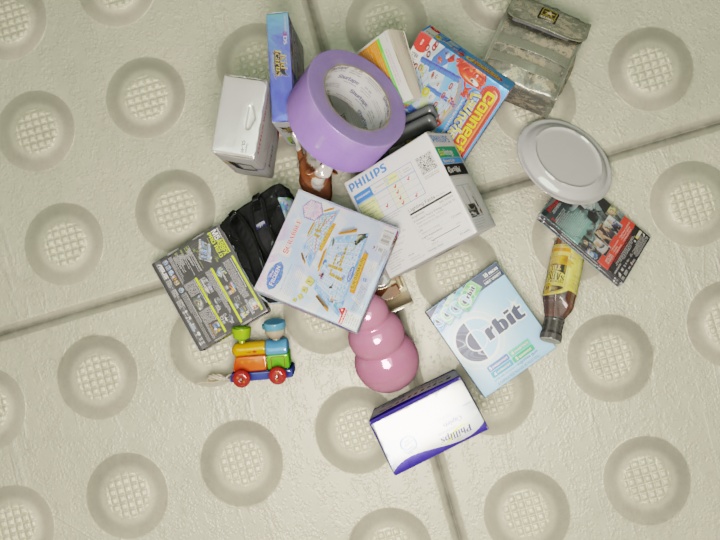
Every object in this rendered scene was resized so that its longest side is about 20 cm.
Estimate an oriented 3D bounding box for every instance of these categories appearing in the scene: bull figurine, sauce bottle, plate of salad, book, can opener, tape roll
[{"bbox_3d":[-0.087,-0.191,1.363,0.065,0.200,0.122,-14,69,-10],"label":"bull figurine"},{"bbox_3d":[0.380,0.037,1.370,0.065,0.066,0.202,14,74,4],"label":"sauce bottle"},{"bbox_3d":[0.388,-0.205,1.386,0.198,0.048,0.202,8,60,-14],"label":"plate of salad"},{"bbox_3d":[0.019,-0.348,1.376,0.199,0.048,0.135,-20,85,46],"label":"book"},{"bbox_3d":[0.065,-0.254,1.390,0.199,0.066,0.053,-24,48,34],"label":"can opener"},{"bbox_3d":[-0.024,-0.280,1.271,0.199,0.085,0.202,16,58,-26],"label":"tape roll"}]

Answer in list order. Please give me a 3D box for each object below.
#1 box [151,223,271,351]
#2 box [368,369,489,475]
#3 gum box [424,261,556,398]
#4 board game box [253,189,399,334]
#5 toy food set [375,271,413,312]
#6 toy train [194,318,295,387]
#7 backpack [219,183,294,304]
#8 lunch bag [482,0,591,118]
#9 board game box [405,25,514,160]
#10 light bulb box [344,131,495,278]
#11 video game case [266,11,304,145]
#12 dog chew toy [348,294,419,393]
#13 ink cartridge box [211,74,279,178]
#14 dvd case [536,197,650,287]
[{"bbox_3d":[-0.294,0.034,1.433,0.159,0.044,0.201,-31,86,0],"label":"box"},{"bbox_3d":[0.121,0.270,1.319,0.183,0.200,0.106,-27,85,1],"label":"box"},{"bbox_3d":[0.250,0.114,1.399,0.169,0.045,0.201,-35,85,1],"label":"gum box"},{"bbox_3d":[-0.058,-0.016,1.283,0.198,0.041,0.201,22,79,8],"label":"board game box"},{"bbox_3d":[0.000,0.000,1.411,0.142,0.060,0.201,-23,86,2],"label":"toy food set"},{"bbox_3d":[-0.230,0.158,1.392,0.198,0.085,0.117,-5,99,3],"label":"toy train"},{"bbox_3d":[-0.155,-0.032,1.379,0.163,0.153,0.201,-33,62,19],"label":"backpack"},{"bbox_3d":[0.334,-0.423,1.390,0.163,0.118,0.201,24,84,7],"label":"lunch bag"},{"bbox_3d":[0.155,-0.320,1.371,0.195,0.056,0.201,35,125,5],"label":"board game box"},{"bbox_3d":[0.111,-0.122,1.347,0.197,0.125,0.201,-28,85,27],"label":"light bulb box"},{"bbox_3d":[-0.138,-0.358,1.376,0.045,0.181,0.202,-4,86,3],"label":"video game case"},{"bbox_3d":[0.034,0.129,1.345,0.124,0.125,0.201,-21,117,2],"label":"dog chew toy"},{"bbox_3d":[-0.209,-0.267,1.366,0.085,0.200,0.149,9,87,4],"label":"ink cartridge box"},{"bbox_3d":[0.445,-0.081,1.377,0.200,0.022,0.146,41,57,3],"label":"dvd case"}]
